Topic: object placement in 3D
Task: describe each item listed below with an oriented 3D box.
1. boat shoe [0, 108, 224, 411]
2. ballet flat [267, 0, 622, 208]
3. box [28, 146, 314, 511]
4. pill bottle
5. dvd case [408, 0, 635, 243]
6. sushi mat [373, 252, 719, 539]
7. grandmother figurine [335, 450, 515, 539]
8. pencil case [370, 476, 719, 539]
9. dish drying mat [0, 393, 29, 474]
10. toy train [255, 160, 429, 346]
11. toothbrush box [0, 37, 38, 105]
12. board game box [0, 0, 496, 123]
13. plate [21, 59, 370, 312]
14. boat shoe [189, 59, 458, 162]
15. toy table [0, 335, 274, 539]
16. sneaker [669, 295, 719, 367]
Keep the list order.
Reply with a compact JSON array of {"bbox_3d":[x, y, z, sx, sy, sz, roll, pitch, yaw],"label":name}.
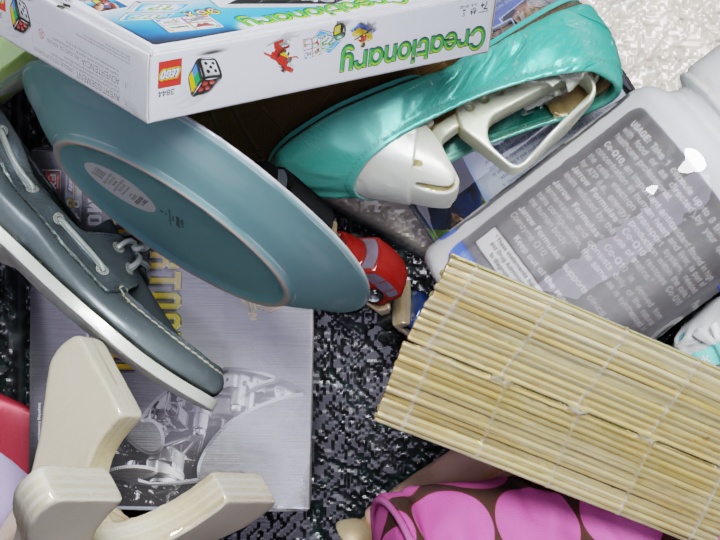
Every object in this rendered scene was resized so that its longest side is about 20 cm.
[{"bbox_3d":[-0.141,-0.006,0.854,0.200,0.073,0.062,40,79,2],"label":"boat shoe"},{"bbox_3d":[0.050,-0.074,0.850,0.200,0.067,0.070,-27,65,-7],"label":"ballet flat"},{"bbox_3d":[-0.104,0.032,0.916,0.158,0.048,0.200,2,93,1],"label":"box"},{"bbox_3d":[0.144,-0.025,0.863,0.200,0.114,0.114,-37,97,6],"label":"pill bottle"},{"bbox_3d":[0.081,-0.085,0.921,0.143,0.018,0.200,-33,96,5],"label":"dvd case"},{"bbox_3d":[0.112,0.069,0.821,0.200,0.012,0.096,23,110,-11],"label":"sushi mat"},{"bbox_3d":[0.089,0.113,0.932,0.200,0.061,0.121,-41,109,8],"label":"grandmother figurine"},{"bbox_3d":[0.106,0.155,0.872,0.200,0.094,0.091,-6,108,-19],"label":"pencil case"},{"bbox_3d":[-0.231,0.103,0.952,0.200,0.018,0.077,24,99,-3],"label":"dish drying mat"},{"bbox_3d":[0.000,0.000,0.880,0.046,0.034,0.200,-22,138,31],"label":"toy train"},{"bbox_3d":[-0.213,-0.126,0.853,0.200,0.146,0.086,-35,97,5],"label":"toothbrush box"},{"bbox_3d":[-0.052,-0.120,0.753,0.200,0.126,0.035,-17,125,-38],"label":"board game box"},{"bbox_3d":[-0.086,-0.030,0.790,0.200,0.200,0.026,34,76,-5],"label":"plate"},{"bbox_3d":[-0.034,-0.109,0.877,0.200,0.069,0.074,-27,131,-3],"label":"boat shoe"},{"bbox_3d":[-0.133,0.135,0.794,0.117,0.184,0.200,-41,77,17],"label":"toy table"},{"bbox_3d":[0.205,0.036,0.844,0.088,0.200,0.075,-21,81,-3],"label":"sneaker"}]
